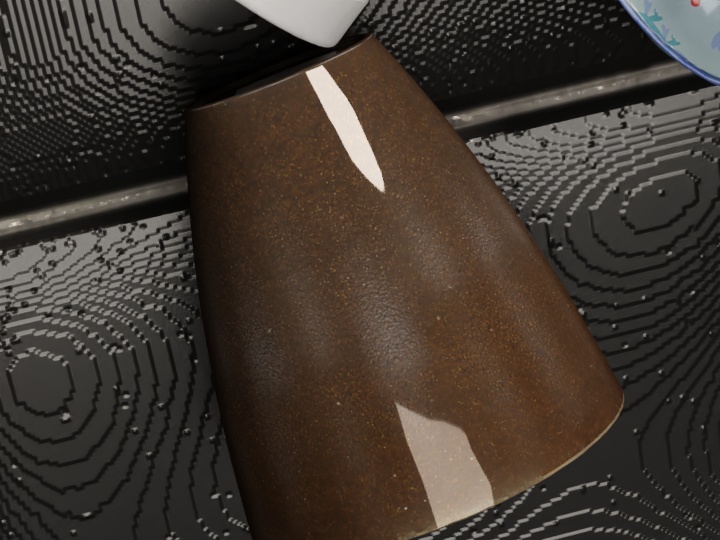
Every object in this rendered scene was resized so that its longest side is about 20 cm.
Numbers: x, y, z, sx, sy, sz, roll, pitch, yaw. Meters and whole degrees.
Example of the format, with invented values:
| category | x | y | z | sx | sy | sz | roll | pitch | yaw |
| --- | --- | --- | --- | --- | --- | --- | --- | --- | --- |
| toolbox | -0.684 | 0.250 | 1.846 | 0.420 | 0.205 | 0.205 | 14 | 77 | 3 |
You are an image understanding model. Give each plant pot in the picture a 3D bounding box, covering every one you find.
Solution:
| category | x | y | z | sx | sy | sz | roll | pitch | yaw |
| --- | --- | --- | --- | --- | --- | --- | --- | --- | --- |
| plant pot | 0.000 | 0.000 | 0.964 | 0.187 | 0.187 | 0.200 | -22 | 101 | -2 |

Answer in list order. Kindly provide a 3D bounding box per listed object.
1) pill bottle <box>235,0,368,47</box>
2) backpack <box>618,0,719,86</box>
| category | x | y | z | sx | sy | sz | roll | pitch | yaw |
| --- | --- | --- | --- | --- | --- | --- | --- | --- | --- |
| pill bottle | 0.005 | -0.204 | 0.900 | 0.113 | 0.113 | 0.200 | 29 | 105 | -21 |
| backpack | 0.195 | -0.179 | 0.926 | 0.200 | 0.147 | 0.183 | -35 | 98 | 13 |
